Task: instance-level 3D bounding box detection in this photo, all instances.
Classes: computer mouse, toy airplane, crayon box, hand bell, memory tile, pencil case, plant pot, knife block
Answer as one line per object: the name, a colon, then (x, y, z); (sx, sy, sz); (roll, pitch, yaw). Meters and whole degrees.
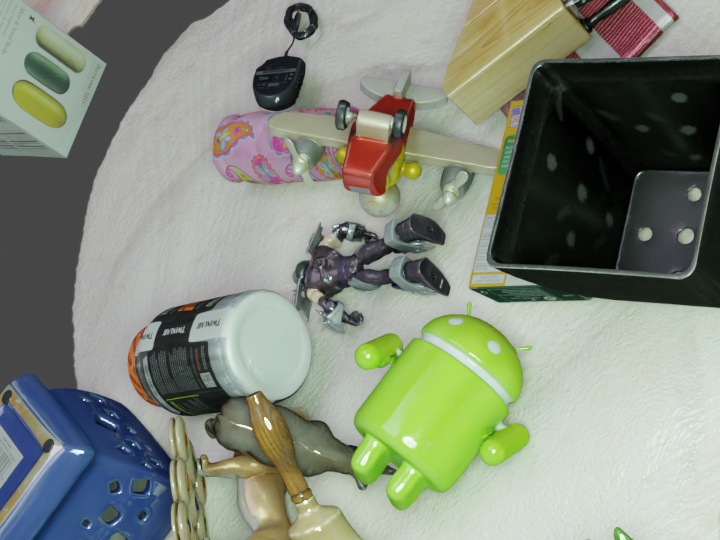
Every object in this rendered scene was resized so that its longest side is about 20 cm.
computer mouse: (-0.086, -0.254, 1.992); (0.058, 0.034, 0.201); (-2, 43, 18)
toy airplane: (0.025, -0.128, 1.756); (0.200, 0.198, 0.142); (35, 126, 50)
crayon box: (0.186, -0.071, 1.626); (0.125, 0.051, 0.201); (-2, 70, 50)
hand bell: (-0.058, 0.206, 1.572); (0.104, 0.201, 0.104); (-24, 7, 3)
memory tile: (-0.173, 0.261, 1.696); (0.017, 0.154, 0.201); (-8, 55, 2)
pencil case: (-0.077, -0.143, 1.903); (0.199, 0.087, 0.088); (-1, 64, 39)
plant pot: (0.256, -0.061, 1.482); (0.199, 0.177, 0.201); (4, 72, 35)
plant pot: (-0.335, 0.240, 1.815); (0.200, 0.180, 0.200); (-53, 44, 2)
knife block: (0.193, -0.251, 1.716); (0.175, 0.064, 0.201); (6, 69, 42)

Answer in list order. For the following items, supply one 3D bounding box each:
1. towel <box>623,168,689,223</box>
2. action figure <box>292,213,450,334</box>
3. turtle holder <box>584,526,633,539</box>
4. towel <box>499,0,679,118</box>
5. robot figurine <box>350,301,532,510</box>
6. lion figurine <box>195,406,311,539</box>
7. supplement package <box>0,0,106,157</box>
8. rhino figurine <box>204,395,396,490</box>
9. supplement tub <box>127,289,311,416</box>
towel: (0.277, -0.102, 1.617); (0.200, 0.018, 0.086); (-40, 46, 14)
action figure: (0.000, 0.000, 1.760); (0.199, 0.069, 0.131); (-11, 65, 41)
turtle holder: (0.219, 0.311, 1.344); (0.132, 0.185, 0.141); (-48, 12, 5)
towel: (0.222, -0.234, 1.742); (0.200, 0.023, 0.144); (-43, 45, 11)
robot figurine: (0.073, 0.128, 1.571); (0.175, 0.116, 0.200); (36, 79, 18)
lion figurine: (-0.102, 0.237, 1.695); (0.072, 0.122, 0.201); (126, 141, -68)
supplement package: (-0.482, -0.265, 2.236); (0.150, 0.200, 0.152); (6, 69, 42)
rhino figurine: (-0.056, 0.173, 1.635); (0.087, 0.199, 0.060); (141, 148, -83)
supplement tub: (-0.156, 0.092, 1.782); (0.199, 0.122, 0.123); (-12, 57, 47)
